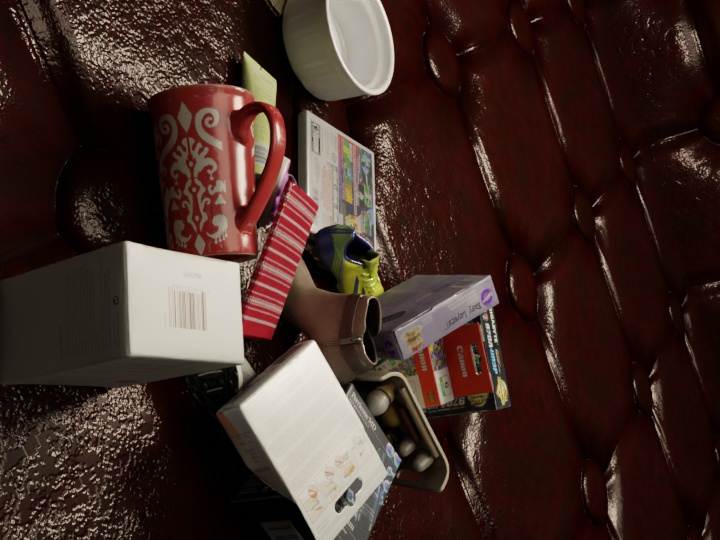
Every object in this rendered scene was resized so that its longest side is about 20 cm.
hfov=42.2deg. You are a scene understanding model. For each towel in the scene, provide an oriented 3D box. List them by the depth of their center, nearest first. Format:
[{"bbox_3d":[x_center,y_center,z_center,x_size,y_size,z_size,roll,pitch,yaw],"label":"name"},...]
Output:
[{"bbox_3d":[-0.109,-0.006,1.187,0.145,0.022,0.201,37,73,-79],"label":"towel"}]

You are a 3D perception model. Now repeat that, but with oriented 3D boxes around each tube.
[{"bbox_3d":[-0.146,-0.207,1.312,0.058,0.051,0.201,110,-17,-63],"label":"tube"}]

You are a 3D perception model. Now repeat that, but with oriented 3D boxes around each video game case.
[{"bbox_3d":[-0.036,-0.126,1.463,0.182,0.023,0.202,25,57,-50],"label":"video game case"}]

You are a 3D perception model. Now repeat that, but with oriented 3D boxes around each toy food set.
[{"bbox_3d":[0.027,0.224,1.319,0.060,0.143,0.201,-40,113,-36],"label":"toy food set"}]

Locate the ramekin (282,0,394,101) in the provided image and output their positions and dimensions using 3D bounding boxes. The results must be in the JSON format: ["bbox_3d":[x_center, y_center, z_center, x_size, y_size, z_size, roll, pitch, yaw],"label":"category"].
[{"bbox_3d":[-0.036,-0.365,1.471,0.200,0.097,0.202,25,60,-54],"label":"ramekin"}]

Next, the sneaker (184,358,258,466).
[{"bbox_3d":[-0.155,0.146,1.151,0.079,0.073,0.201,-63,136,-57],"label":"sneaker"}]

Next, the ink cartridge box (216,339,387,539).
[{"bbox_3d":[-0.064,0.208,1.120,0.162,0.050,0.201,-39,106,-49],"label":"ink cartridge box"}]

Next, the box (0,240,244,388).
[{"bbox_3d":[-0.240,0.052,0.931,0.152,0.199,0.107,12,70,-54],"label":"box"}]

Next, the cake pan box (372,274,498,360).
[{"bbox_3d":[0.075,0.061,1.355,0.199,0.184,0.053,-28,106,-31],"label":"cake pan box"}]

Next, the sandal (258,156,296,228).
[{"bbox_3d":[-0.103,-0.095,1.236,0.203,0.049,0.083,124,-12,-84],"label":"sandal"}]

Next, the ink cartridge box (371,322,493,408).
[{"bbox_3d":[0.089,0.148,1.383,0.050,0.199,0.110,-7,84,-57],"label":"ink cartridge box"}]

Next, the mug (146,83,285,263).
[{"bbox_3d":[-0.178,-0.114,1.123,0.133,0.177,0.202,-2,83,-29],"label":"mug"}]

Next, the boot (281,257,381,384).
[{"bbox_3d":[-0.039,0.056,1.275,0.070,0.145,0.202,8,71,-53],"label":"boot"}]

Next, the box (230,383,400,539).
[{"bbox_3d":[-0.051,0.273,1.214,0.149,0.107,0.200,58,36,-24],"label":"box"}]

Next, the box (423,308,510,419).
[{"bbox_3d":[0.123,0.145,1.436,0.046,0.199,0.160,0,78,-52],"label":"box"}]

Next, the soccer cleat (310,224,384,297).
[{"bbox_3d":[0.000,0.001,1.401,0.200,0.083,0.065,52,37,-48],"label":"soccer cleat"}]

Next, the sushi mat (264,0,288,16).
[{"bbox_3d":[-0.120,-0.488,1.480,0.096,0.012,0.201,56,38,-28],"label":"sushi mat"}]
